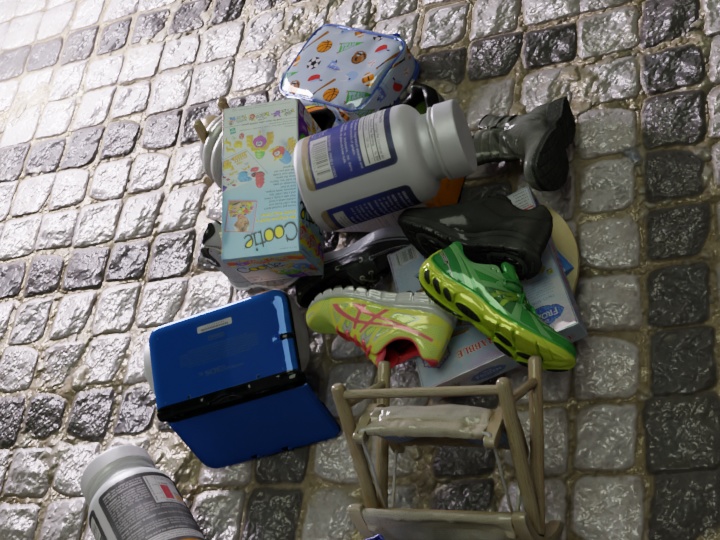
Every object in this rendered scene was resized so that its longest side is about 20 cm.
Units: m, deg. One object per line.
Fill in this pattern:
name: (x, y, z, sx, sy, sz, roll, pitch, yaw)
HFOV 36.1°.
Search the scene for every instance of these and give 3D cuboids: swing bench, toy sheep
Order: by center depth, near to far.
swing bench: (0.093, 0.202, 1.168, 0.198, 0.130, 0.202, -5, 95, 27)
toy sheep: (-0.165, -0.170, 1.604, 0.200, 0.138, 0.138, 38, 82, 31)

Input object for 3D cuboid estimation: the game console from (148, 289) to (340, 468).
game console: (-0.144, 0.139, 1.374, 0.199, 0.118, 0.172, -17, 71, 18)

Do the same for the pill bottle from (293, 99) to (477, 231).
pill bottle: (0.032, -0.130, 1.319, 0.199, 0.120, 0.120, -16, 54, 17)

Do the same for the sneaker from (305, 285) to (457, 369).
sneaker: (0.016, 0.072, 1.292, 0.199, 0.078, 0.091, 0, 68, 32)

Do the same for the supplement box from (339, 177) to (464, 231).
supplement box: (0.035, -0.122, 1.496, 0.199, 0.074, 0.127, 2, 61, 29)

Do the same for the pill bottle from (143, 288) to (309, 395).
pill bottle: (-0.175, 0.105, 1.443, 0.199, 0.116, 0.117, -18, 53, 18)

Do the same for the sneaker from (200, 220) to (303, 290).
sneaker: (-0.152, -0.026, 1.476, 0.199, 0.115, 0.075, -13, 49, 50)

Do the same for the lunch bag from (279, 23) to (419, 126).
lunch bag: (-0.012, -0.287, 1.631, 0.199, 0.076, 0.161, 23, 71, 38)

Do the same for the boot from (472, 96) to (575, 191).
boot: (0.197, -0.149, 1.406, 0.130, 0.068, 0.200, -11, 28, 26)

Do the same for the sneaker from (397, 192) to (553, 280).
sneaker: (0.136, -0.049, 1.295, 0.199, 0.076, 0.091, 14, 60, 33)

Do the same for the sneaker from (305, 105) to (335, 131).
sneaker: (-0.107, -0.149, 1.494, 0.201, 0.070, 0.090, -54, 21, -20)

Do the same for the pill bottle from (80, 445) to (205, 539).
pill bottle: (-0.263, 0.315, 1.346, 0.116, 0.116, 0.200, -41, 50, 0)

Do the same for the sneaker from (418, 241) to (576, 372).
sneaker: (0.159, 0.035, 1.208, 0.200, 0.074, 0.084, 37, 70, 14)

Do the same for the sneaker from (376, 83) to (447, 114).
sneaker: (0.039, -0.162, 1.414, 0.200, 0.088, 0.074, -46, 51, -5)

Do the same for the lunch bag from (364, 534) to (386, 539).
lunch bag: (-0.017, 0.387, 1.139, 0.199, 0.170, 0.124, -27, 46, 10)

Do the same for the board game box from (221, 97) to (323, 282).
board game box: (-0.109, -0.099, 1.394, 0.104, 0.103, 0.202, -6, 72, 14)

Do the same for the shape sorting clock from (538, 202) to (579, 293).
shape sorting clock: (0.175, 0.006, 1.357, 0.199, 0.039, 0.201, -14, 59, 24)

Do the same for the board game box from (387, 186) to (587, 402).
board game box: (0.145, 0.027, 1.311, 0.199, 0.041, 0.201, -25, 54, 18)

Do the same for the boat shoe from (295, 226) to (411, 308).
boat shoe: (0.000, 0.000, 1.446, 0.199, 0.069, 0.057, -19, 51, 27)
